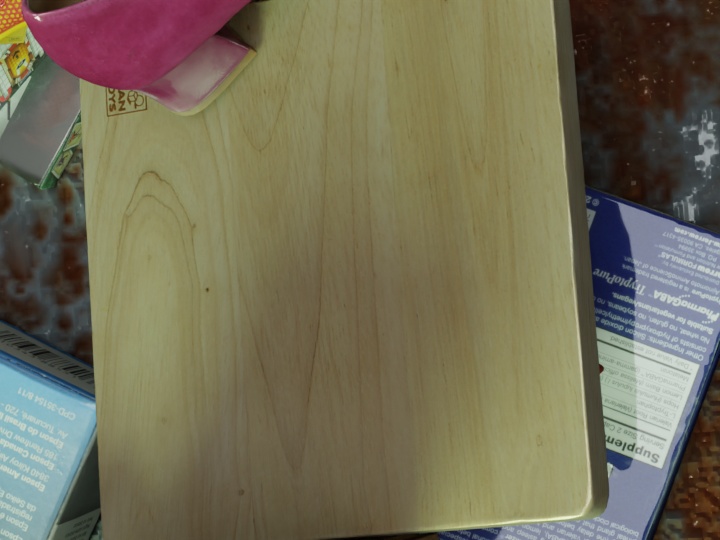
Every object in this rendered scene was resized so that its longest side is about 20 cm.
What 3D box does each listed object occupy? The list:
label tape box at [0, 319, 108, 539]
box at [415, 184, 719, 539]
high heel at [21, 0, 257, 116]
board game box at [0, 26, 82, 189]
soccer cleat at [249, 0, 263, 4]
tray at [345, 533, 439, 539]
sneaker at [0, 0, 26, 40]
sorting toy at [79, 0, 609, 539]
[{"bbox_3d":[-0.194,0.110,0.954,0.144,0.063,0.200,26,98,10],"label":"label tape box"},{"bbox_3d":[0.064,0.064,0.918,0.121,0.032,0.201,21,93,11],"label":"box"},{"bbox_3d":[-0.037,-0.147,0.832,0.200,0.096,0.067,-48,60,9],"label":"high heel"},{"bbox_3d":[-0.122,-0.145,0.958,0.105,0.023,0.200,31,96,10],"label":"board game box"},{"bbox_3d":[0.021,-0.169,0.912,0.200,0.069,0.078,-35,78,3],"label":"soccer cleat"},{"bbox_3d":[-0.042,0.117,0.823,0.098,0.200,0.037,-7,87,15],"label":"tray"},{"bbox_3d":[-0.091,-0.141,0.918,0.200,0.073,0.077,-29,116,7],"label":"sneaker"},{"bbox_3d":[0.000,0.000,0.885,0.198,0.070,0.201,-8,81,27],"label":"sorting toy"}]
